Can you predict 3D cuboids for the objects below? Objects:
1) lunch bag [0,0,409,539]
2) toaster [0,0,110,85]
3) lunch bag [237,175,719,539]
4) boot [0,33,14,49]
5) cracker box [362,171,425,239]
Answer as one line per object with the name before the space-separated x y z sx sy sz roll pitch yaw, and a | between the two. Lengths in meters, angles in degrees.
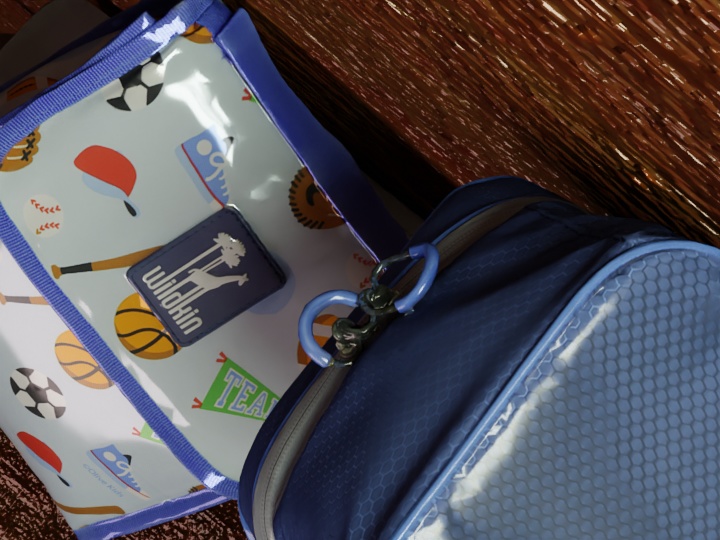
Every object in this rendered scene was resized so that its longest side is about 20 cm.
lunch bag | -0.073 -0.003 0.841 0.200 0.124 0.170 -21 111 45
toaster | -0.128 -0.017 1.112 0.200 0.181 0.119 38 173 7
lunch bag | 0.064 0.069 0.590 0.200 0.136 0.132 42 175 -18
boot | -0.183 -0.114 1.424 0.200 0.068 0.131 30 168 20
cracker box | 0.000 0.000 0.966 0.200 0.058 0.134 38 176 15
